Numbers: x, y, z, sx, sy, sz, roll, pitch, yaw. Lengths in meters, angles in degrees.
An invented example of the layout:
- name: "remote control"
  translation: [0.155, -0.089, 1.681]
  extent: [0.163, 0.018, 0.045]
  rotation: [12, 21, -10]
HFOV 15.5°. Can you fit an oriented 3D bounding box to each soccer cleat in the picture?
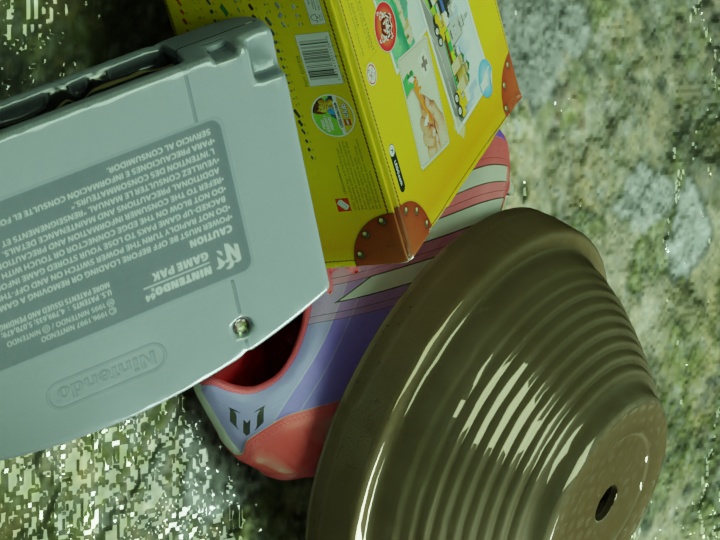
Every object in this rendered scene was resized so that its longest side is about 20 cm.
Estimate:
- name: "soccer cleat"
  translation: [0.000, 0.000, 1.155]
  extent: [0.077, 0.066, 0.201]
  rotation: [48, 64, -33]

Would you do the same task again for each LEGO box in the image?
- name: "LEGO box"
  translation: [-0.012, -0.122, 1.081]
  extent: [0.149, 0.077, 0.201]
  rotation: [-54, 134, -52]

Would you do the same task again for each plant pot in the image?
- name: "plant pot"
  translation: [0.071, 0.081, 1.165]
  extent: [0.201, 0.092, 0.202]
  rotation: [-41, 145, -38]

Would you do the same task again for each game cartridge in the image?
- name: "game cartridge"
  translation: [-0.112, -0.003, 1.007]
  extent: [0.199, 0.040, 0.134]
  rotation: [-22, 116, -19]
